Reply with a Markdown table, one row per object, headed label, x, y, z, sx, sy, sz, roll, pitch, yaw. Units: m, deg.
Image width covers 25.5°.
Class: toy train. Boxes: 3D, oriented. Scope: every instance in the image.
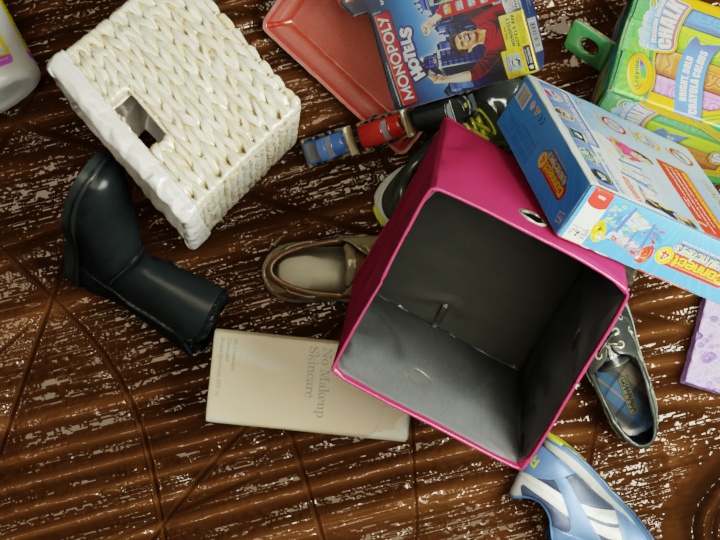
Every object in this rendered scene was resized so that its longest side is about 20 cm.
| label | x | y | z | sx | sy | sz | roll | pitch | yaw |
| --- | --- | --- | --- | --- | --- | --- | --- | --- | --- |
| toy train | 0.021 | -0.136 | 1.553 | 0.198 | 0.046 | 0.035 | -14 | 102 | 31 |

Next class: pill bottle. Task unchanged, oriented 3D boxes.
| label | x | y | z | sx | sy | sz | roll | pitch | yaw |
| --- | --- | --- | --- | --- | --- | --- | --- | --- | --- |
| pill bottle | -0.405 | -0.254 | 1.575 | 0.103 | 0.104 | 0.202 | -29 | 86 | -1 |

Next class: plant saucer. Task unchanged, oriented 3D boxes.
| label | x | y | z | sx | sy | sz | roll | pitch | yaw |
| --- | --- | --- | --- | --- | --- | --- | --- | --- | --- |
| plant saucer | 0.032 | -0.254 | 1.568 | 0.199 | 0.037 | 0.201 | 42 | 113 | 7 |

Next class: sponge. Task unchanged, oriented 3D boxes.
| label | x | y | z | sx | sy | sz | roll | pitch | yaw |
| --- | --- | --- | --- | --- | --- | --- | --- | --- | --- |
| sponge | 0.397 | 0.031 | 1.585 | 0.110 | 0.030 | 0.203 | 16 | 86 | 1 |

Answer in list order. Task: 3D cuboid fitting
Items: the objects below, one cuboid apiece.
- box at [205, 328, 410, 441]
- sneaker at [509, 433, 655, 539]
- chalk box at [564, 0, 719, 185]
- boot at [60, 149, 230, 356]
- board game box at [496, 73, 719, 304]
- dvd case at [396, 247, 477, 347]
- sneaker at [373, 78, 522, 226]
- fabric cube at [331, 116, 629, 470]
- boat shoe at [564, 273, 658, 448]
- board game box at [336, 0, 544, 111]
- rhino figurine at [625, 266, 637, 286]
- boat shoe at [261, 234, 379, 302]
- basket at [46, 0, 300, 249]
| label | x | y | z | sx | sy | sz | roll | pitch | yaw |
| --- | --- | --- | --- | --- | --- | --- | --- | --- | --- |
| box | -0.047 | 0.113 | 1.562 | 0.197 | 0.078 | 0.096 | 4 | 86 | 1 |
| sneaker | 0.229 | 0.253 | 1.556 | 0.082 | 0.074 | 0.200 | -44 | 80 | 0 |
| chalk box | 0.292 | -0.186 | 1.542 | 0.198 | 0.125 | 0.125 | 18 | 73 | 2 |
| boot | -0.199 | -0.012 | 1.520 | 0.167 | 0.201 | 0.077 | 29 | 56 | 7 |
| board game box | 0.237 | -0.072 | 1.416 | 0.194 | 0.201 | 0.056 | 21 | 117 | -24 |
| dvd case | 0.118 | 0.046 | 1.554 | 0.141 | 0.018 | 0.203 | -11 | 108 | 4 |
| sneaker | 0.099 | -0.113 | 1.562 | 0.074 | 0.085 | 0.200 | 43 | 83 | -7 |
| fabric cube | 0.109 | 0.015 | 1.420 | 0.195 | 0.200 | 0.201 | 27 | 113 | -5 |
| boat shoe | 0.244 | 0.080 | 1.543 | 0.068 | 0.057 | 0.202 | -24 | 104 | 5 |
| board game box | 0.059 | -0.263 | 1.503 | 0.198 | 0.062 | 0.203 | -12 | 98 | 24 |
| rhino figurine | 0.232 | -0.020 | 1.575 | 0.087 | 0.060 | 0.202 | 23 | 95 | -3 |
| boat shoe | 0.000 | 0.000 | 1.570 | 0.197 | 0.072 | 0.077 | -7 | 87 | 0 |
| basket | -0.171 | -0.153 | 1.524 | 0.161 | 0.200 | 0.199 | -41 | 87 | -7 |
